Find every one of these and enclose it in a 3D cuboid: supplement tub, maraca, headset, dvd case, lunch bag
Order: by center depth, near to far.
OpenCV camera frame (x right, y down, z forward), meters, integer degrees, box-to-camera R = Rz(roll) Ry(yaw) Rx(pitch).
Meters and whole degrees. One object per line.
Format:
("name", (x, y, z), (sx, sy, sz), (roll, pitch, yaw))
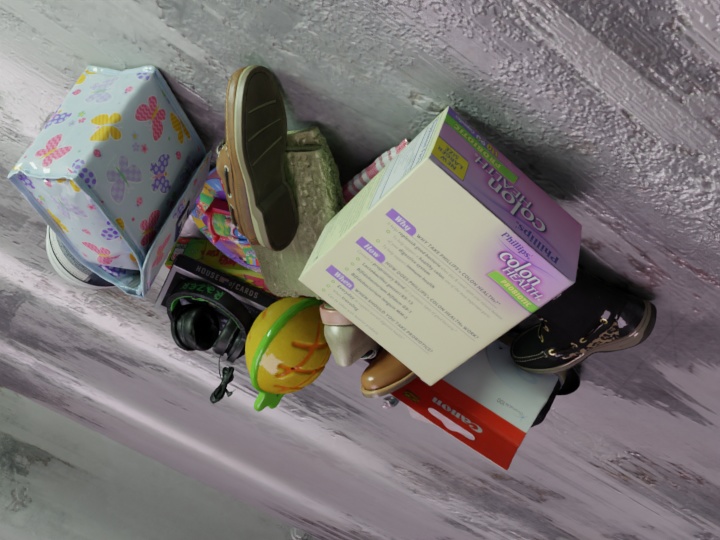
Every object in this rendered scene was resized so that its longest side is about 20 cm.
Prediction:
("lunch bag", (-0.246, -0.093, 1.015), (0.126, 0.170, 0.201), (8, 144, 27))
("supplement tub", (-0.317, -0.057, 1.195), (0.140, 0.141, 0.200), (31, 154, -20))
("maraca", (-0.096, 0.113, 1.254), (0.107, 0.137, 0.201), (40, 145, 24))
("headset", (-0.206, 0.098, 1.303), (0.123, 0.094, 0.201), (13, 144, 18))
("dvd case", (-0.210, 0.046, 1.342), (0.150, 0.025, 0.200), (25, 156, -10))

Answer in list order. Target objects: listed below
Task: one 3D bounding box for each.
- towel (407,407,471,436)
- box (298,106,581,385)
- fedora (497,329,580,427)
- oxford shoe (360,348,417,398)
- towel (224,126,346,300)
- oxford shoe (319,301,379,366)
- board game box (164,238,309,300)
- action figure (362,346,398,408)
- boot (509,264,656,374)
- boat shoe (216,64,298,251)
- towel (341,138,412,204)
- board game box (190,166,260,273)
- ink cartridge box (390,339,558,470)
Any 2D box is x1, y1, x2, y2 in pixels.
("towel", (0.157, 0.210, 1.485), (0.190, 0.032, 0.200), (14, 154, 19))
("box", (0.075, -0.017, 0.893), (0.176, 0.097, 0.200), (39, 129, -12))
("fedora", (0.189, 0.150, 1.259), (0.199, 0.092, 0.201), (17, 155, 8))
("oxford shoe", (0.059, 0.065, 1.077), (0.071, 0.200, 0.072), (2, 130, 49))
("towel", (-0.069, -0.058, 1.021), (0.148, 0.036, 0.201), (6, 120, 39))
("oxford shoe", (0.000, 0.064, 1.112), (0.070, 0.074, 0.200), (-1, -174, 20))
("board game box", (-0.164, 0.005, 1.307), (0.199, 0.048, 0.102), (4, 150, 34))
("action figure", (0.039, 0.098, 1.312), (0.134, 0.149, 0.200), (40, -179, 17))
("boot", (0.209, 0.046, 1.055), (0.150, 0.074, 0.200), (32, 150, -25))
("boat shoe", (-0.116, -0.111, 0.946), (0.068, 0.072, 0.201), (19, 128, 31))
("towel", (0.041, -0.044, 0.995), (0.146, 0.030, 0.200), (42, 141, -13))
("board game box", (-0.135, -0.050, 1.126), (0.158, 0.039, 0.200), (43, 141, -17))
("ink cartridge box", (0.137, 0.134, 1.108), (0.160, 0.200, 0.047), (32, 114, 11))
